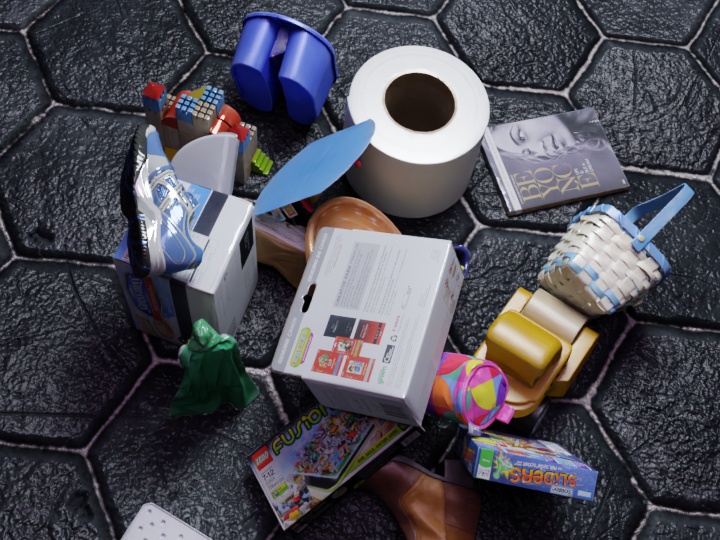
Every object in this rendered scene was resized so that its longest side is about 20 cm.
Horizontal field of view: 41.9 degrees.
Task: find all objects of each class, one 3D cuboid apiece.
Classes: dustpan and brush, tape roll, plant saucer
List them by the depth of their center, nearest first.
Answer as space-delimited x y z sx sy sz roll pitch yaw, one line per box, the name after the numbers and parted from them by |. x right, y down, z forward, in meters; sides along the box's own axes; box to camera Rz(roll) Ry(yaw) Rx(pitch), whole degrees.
0.000 0.000 1.243 0.198 0.037 0.203 25 50 -33 | plant saucer
-0.236 -0.127 1.291 0.197 0.057 0.142 14 99 29 | dustpan and brush
0.076 -0.197 1.345 0.199 0.140 0.206 3 62 -5 | tape roll

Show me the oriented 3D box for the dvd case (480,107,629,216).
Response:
0.288 -0.167 1.419 0.196 0.016 0.151 -13 64 -11 | dvd case

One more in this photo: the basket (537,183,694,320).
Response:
0.346 -0.029 1.269 0.139 0.176 0.200 42 79 1 | basket

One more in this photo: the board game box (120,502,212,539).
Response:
-0.215 0.400 1.064 0.198 0.026 0.201 28 63 9 | board game box

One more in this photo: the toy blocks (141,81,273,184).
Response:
-0.222 -0.203 1.320 0.197 0.137 0.101 21 61 5 | toy blocks

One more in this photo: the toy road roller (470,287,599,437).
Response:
0.216 0.097 1.192 0.122 0.147 0.200 31 62 19 | toy road roller

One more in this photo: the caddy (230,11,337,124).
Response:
-0.106 -0.298 1.356 0.139 0.200 0.107 18 78 5 | caddy

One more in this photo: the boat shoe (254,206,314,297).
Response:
-0.087 -0.030 1.279 0.198 0.071 0.070 33 43 0 | boat shoe

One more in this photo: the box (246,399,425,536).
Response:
-0.032 0.209 1.123 0.199 0.035 0.110 -39 56 3 | box

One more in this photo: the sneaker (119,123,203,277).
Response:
-0.229 -0.078 1.074 0.076 0.076 0.203 2 59 -27 | sneaker

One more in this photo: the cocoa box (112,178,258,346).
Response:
-0.212 -0.001 1.178 0.129 0.201 0.135 18 62 5 | cocoa box

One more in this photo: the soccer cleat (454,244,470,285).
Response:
0.095 0.023 1.217 0.065 0.083 0.201 48 31 -8 | soccer cleat

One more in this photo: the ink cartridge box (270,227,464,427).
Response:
0.011 0.060 1.109 0.173 0.084 0.203 9 64 24 | ink cartridge box

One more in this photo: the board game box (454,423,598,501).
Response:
0.186 0.221 1.102 0.133 0.200 0.035 11 88 1 | board game box

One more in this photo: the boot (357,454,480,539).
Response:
0.054 0.328 1.122 0.185 0.069 0.204 7 69 -10 | boot

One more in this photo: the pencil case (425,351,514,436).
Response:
0.090 0.139 1.148 0.088 0.089 0.198 -46 32 -24 | pencil case

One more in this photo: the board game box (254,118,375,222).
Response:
-0.050 -0.123 1.239 0.039 0.198 0.159 51 49 -23 | board game box

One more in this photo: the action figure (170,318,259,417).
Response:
-0.180 0.114 1.120 0.116 0.201 0.055 -18 64 -15 | action figure
